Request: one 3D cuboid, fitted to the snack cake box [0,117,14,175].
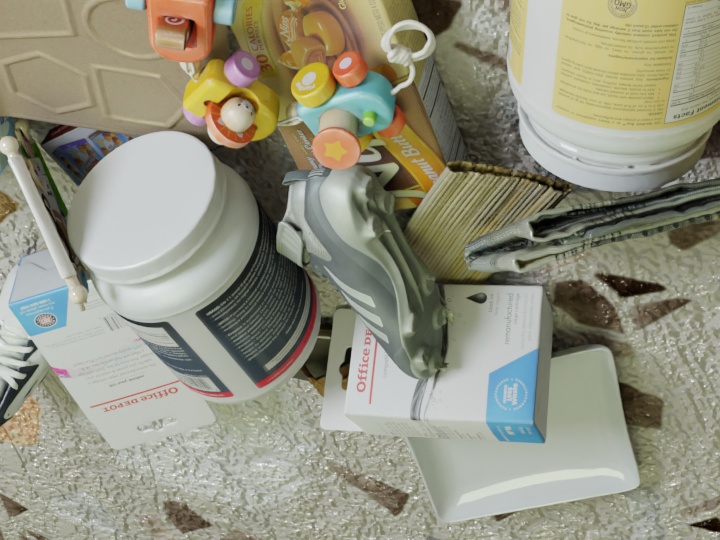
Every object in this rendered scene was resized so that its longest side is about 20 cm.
[{"bbox_3d":[-0.386,-0.141,0.975,0.198,0.068,0.116,17,139,6],"label":"snack cake box"}]

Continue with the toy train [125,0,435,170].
[{"bbox_3d":[-0.057,-0.124,0.784,0.197,0.056,0.151,11,148,-6],"label":"toy train"}]

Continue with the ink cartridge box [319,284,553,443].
[{"bbox_3d":[0.055,0.076,1.010,0.197,0.118,0.068,0,159,18],"label":"ink cartridge box"}]

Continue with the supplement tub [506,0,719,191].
[{"bbox_3d":[0.160,-0.162,0.716,0.143,0.146,0.201,8,137,10],"label":"supplement tub"}]

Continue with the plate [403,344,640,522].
[{"bbox_3d":[0.143,0.146,1.101,0.197,0.033,0.201,-13,130,11],"label":"plate"}]

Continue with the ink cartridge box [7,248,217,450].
[{"bbox_3d":[-0.214,0.064,1.093,0.114,0.068,0.201,-16,129,9],"label":"ink cartridge box"}]

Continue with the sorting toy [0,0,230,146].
[{"bbox_3d":[-0.190,-0.158,0.851,0.197,0.037,0.186,5,152,0],"label":"sorting toy"}]

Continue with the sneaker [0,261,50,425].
[{"bbox_3d":[-0.339,0.087,1.143,0.079,0.130,0.199,35,141,-7],"label":"sneaker"}]

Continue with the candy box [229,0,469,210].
[{"bbox_3d":[-0.006,-0.132,0.870,0.114,0.056,0.201,-6,133,24],"label":"candy box"}]

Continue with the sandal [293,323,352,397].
[{"bbox_3d":[0.002,0.105,1.113,0.198,0.055,0.082,21,139,-4],"label":"sandal"}]

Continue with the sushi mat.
[{"bbox_3d":[0.081,-0.029,0.921,0.094,0.012,0.200,10,157,-11],"label":"sushi mat"}]

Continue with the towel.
[{"bbox_3d":[0.175,-0.029,0.802,0.190,0.035,0.200,-11,177,-6],"label":"towel"}]

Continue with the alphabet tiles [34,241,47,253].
[{"bbox_3d":[-0.196,0.013,1.115,0.195,0.015,0.200,35,135,-17],"label":"alphabet tiles"}]

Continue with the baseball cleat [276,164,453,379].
[{"bbox_3d":[0.000,0.000,0.928,0.105,0.070,0.202,3,130,33],"label":"baseball cleat"}]

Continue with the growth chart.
[{"bbox_3d":[-0.239,-0.045,0.932,0.018,0.200,0.146,-25,103,-7],"label":"growth chart"}]

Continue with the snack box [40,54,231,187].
[{"bbox_3d":[-0.164,-0.112,0.968,0.198,0.024,0.072,-18,128,32],"label":"snack box"}]

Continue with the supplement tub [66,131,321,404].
[{"bbox_3d":[-0.125,0.002,0.948,0.139,0.142,0.201,-3,146,22],"label":"supplement tub"}]
